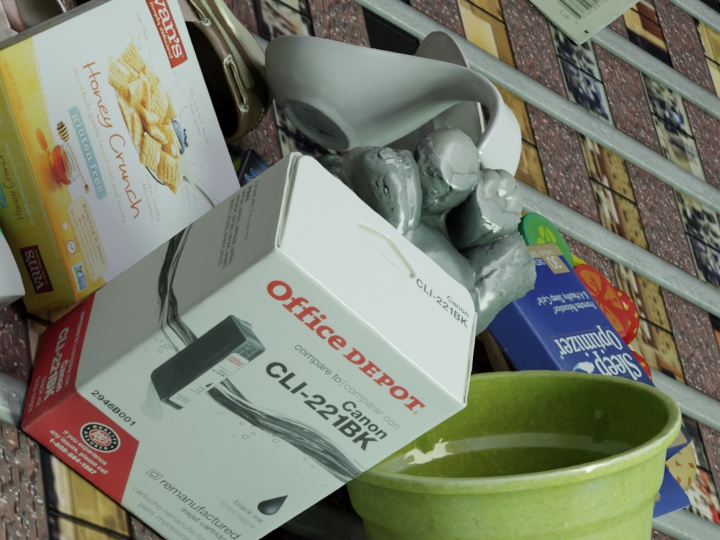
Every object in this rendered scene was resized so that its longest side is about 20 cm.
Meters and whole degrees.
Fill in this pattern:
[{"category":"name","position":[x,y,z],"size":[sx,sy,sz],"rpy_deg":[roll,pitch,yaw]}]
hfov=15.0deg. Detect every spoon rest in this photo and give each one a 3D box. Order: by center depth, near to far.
[{"category":"spoon rest","position":[0.021,-0.101,1.663],"size":[0.061,0.200,0.099],"rpy_deg":[-55,137,-18]}]

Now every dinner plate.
[{"category":"dinner plate","position":[0.043,-0.052,1.742],"size":[0.024,0.200,0.201],"rpy_deg":[-1,54,-16]}]

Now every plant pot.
[{"category":"plant pot","position":[0.085,0.172,1.532],"size":[0.200,0.200,0.185],"rpy_deg":[-31,120,-60]}]

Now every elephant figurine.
[{"category":"elephant figurine","position":[0.000,0.000,1.605],"size":[0.155,0.200,0.142],"rpy_deg":[-22,94,-38]}]

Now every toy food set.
[{"category":"toy food set","position":[0.153,0.061,1.899],"size":[0.198,0.049,0.200],"rpy_deg":[33,37,-34]}]

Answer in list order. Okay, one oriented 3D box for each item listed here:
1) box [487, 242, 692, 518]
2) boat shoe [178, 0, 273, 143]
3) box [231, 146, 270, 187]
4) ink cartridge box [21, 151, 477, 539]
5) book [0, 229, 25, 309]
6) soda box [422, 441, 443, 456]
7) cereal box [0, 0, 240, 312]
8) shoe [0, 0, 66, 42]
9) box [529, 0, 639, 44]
[{"category":"box","position":[0.147,0.071,1.775],"size":[0.200,0.032,0.121],"rpy_deg":[57,25,14]},{"category":"boat shoe","position":[-0.127,-0.163,1.687],"size":[0.202,0.075,0.075],"rpy_deg":[47,29,-15]},{"category":"box","position":[-0.062,0.022,1.638],"size":[0.110,0.035,0.200],"rpy_deg":[45,31,-18]},{"category":"ink cartridge box","position":[-0.058,0.050,1.447],"size":[0.144,0.200,0.084],"rpy_deg":[40,33,-25]},{"category":"book","position":[-0.267,-0.035,1.393],"size":[0.200,0.048,0.134],"rpy_deg":[-5,67,-60]},{"category":"soda box","position":[0.081,0.134,1.697],"size":[0.200,0.070,0.064],"rpy_deg":[28,37,-39]},{"category":"cereal box","position":[-0.146,-0.076,1.546],"size":[0.200,0.039,0.144],"rpy_deg":[-38,113,-58]},{"category":"shoe","position":[-0.203,-0.143,1.575],"size":[0.070,0.053,0.200],"rpy_deg":[-17,77,-58]},{"category":"box","position":[0.188,-0.285,2.266],"size":[0.068,0.082,0.200],"rpy_deg":[38,33,-26]}]
